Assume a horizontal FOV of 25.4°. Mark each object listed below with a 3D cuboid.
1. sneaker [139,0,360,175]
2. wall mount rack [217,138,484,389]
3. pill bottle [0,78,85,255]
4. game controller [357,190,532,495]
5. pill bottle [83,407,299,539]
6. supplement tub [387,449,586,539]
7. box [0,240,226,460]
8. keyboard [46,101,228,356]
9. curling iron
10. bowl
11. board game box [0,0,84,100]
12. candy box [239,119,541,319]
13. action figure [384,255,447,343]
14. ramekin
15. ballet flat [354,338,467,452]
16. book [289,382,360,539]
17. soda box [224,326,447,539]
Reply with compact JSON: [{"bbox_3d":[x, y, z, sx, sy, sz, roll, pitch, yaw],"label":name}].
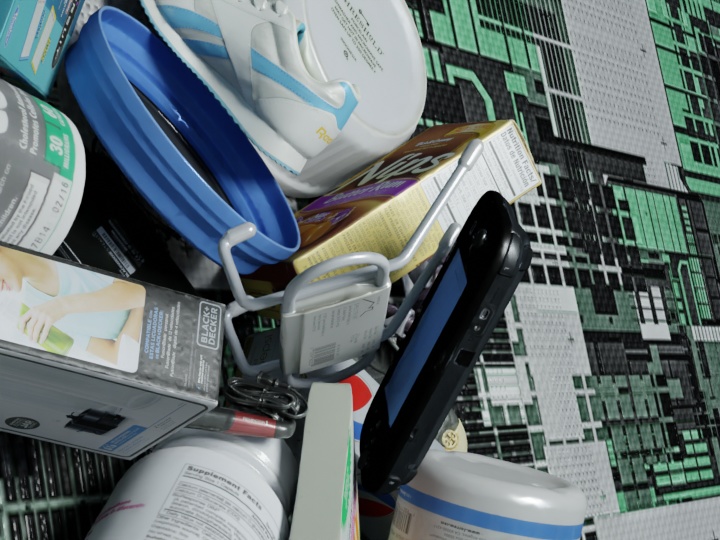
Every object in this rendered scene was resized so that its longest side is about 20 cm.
[{"bbox_3d":[-0.085,-0.163,1.111,0.200,0.081,0.077,48,6,5],"label":"sneaker"},{"bbox_3d":[0.000,0.000,0.987,0.200,0.173,0.075,99,-28,-66],"label":"wall mount rack"},{"bbox_3d":[-0.253,-0.071,0.845,0.200,0.113,0.114,28,54,-47],"label":"pill bottle"},{"bbox_3d":[0.048,0.046,1.018,0.042,0.200,0.104,21,19,-19],"label":"game controller"},{"bbox_3d":[-0.107,0.176,0.936,0.114,0.113,0.200,59,28,-20],"label":"pill bottle"},{"bbox_3d":[0.074,0.234,1.104,0.132,0.132,0.201,9,94,-53],"label":"supplement tub"},{"bbox_3d":[-0.185,0.038,0.840,0.199,0.117,0.060,18,60,-28],"label":"box"},{"bbox_3d":[-0.160,-0.011,1.020,0.200,0.040,0.104,54,34,-9],"label":"keyboard"},{"bbox_3d":[-0.129,0.078,0.953,0.199,0.026,0.050,4,25,-18],"label":"curling iron"},{"bbox_3d":[-0.116,-0.081,1.039,0.201,0.039,0.201,50,11,-14],"label":"bowl"},{"bbox_3d":[-0.185,-0.185,0.899,0.200,0.047,0.151,169,-59,-86],"label":"board game box"},{"bbox_3d":[0.017,-0.037,1.138,0.200,0.117,0.057,-32,106,-23],"label":"candy box"},{"bbox_3d":[0.054,0.001,1.293,0.130,0.069,0.201,-34,120,-66],"label":"action figure"},{"bbox_3d":[-0.031,-0.162,1.222,0.202,0.094,0.203,28,54,-46],"label":"ramekin"},{"bbox_3d":[0.022,0.088,1.212,0.200,0.057,0.067,48,58,-30],"label":"ballet flat"},{"bbox_3d":[-0.022,0.184,1.034,0.200,0.048,0.134,87,7,-52],"label":"book"},{"bbox_3d":[-0.009,0.122,1.155,0.200,0.064,0.068,46,42,-35],"label":"soda box"}]
